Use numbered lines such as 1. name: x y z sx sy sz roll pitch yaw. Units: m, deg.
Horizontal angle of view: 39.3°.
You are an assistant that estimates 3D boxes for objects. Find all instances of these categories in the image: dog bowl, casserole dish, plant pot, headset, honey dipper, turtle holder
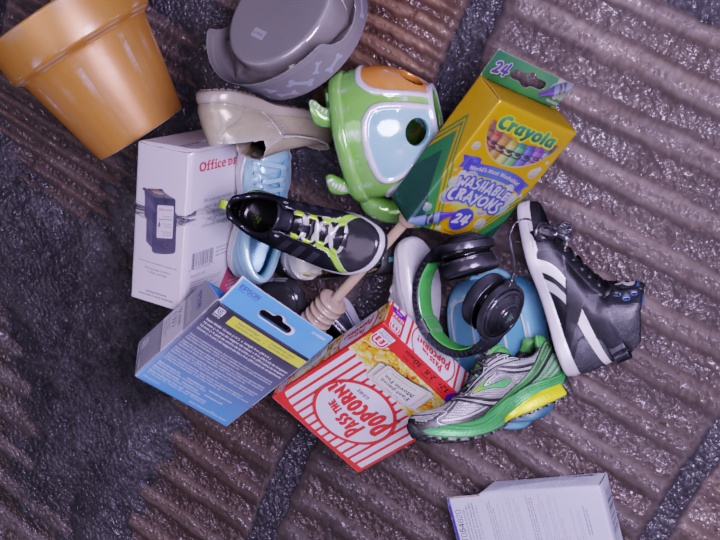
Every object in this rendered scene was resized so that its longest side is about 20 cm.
1. dog bowl: -0.079 -0.282 1.138 0.199 0.059 0.201 -16 59 28
2. casserole dish: 0.161 0.098 1.185 0.121 0.039 0.201 -5 100 26
3. plant pot: -0.324 -0.249 1.257 0.200 0.200 0.184 -23 109 29
4. headset: 0.139 0.010 1.082 0.200 0.094 0.124 -46 63 41
5. honey dipper: 0.000 0.000 1.168 0.038 0.038 0.200 46 120 8
6. turtle holder: 0.029 -0.139 1.130 0.131 0.141 0.186 -10 88 11

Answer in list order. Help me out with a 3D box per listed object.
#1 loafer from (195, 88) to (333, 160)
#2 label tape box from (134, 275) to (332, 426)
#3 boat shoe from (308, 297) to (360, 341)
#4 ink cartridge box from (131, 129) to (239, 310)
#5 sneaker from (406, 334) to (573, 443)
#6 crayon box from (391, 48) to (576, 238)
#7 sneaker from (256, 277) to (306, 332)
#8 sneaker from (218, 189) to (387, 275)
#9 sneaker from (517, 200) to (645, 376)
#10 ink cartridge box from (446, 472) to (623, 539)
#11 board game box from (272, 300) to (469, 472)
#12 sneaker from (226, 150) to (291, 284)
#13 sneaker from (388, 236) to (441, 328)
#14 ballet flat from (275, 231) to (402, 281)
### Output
1. loafer: -0.110 -0.160 1.161 0.075 0.199 0.069 13 94 45
2. label tape box: -0.152 0.085 1.204 0.143 0.066 0.200 35 117 -29
3. boat shoe: -0.007 0.125 1.257 0.072 0.068 0.201 -26 91 29
4. ink cartridge box: -0.206 -0.068 1.259 0.084 0.145 0.201 15 110 23
5. sneaker: 0.133 0.132 1.106 0.078 0.199 0.086 -23 89 66
6. crayon box: 0.140 -0.126 1.082 0.200 0.125 0.052 -54 44 26
7. sneaker: -0.166 0.070 1.276 0.200 0.115 0.075 -22 91 40
8. sneaker: -0.070 -0.043 1.134 0.199 0.083 0.072 15 94 20
9. sneaker: 0.250 0.007 1.107 0.111 0.073 0.201 -18 93 16
10. ink cartridge box: 0.222 0.349 1.219 0.199 0.041 0.201 -11 99 28
11. board game box: 0.016 0.141 1.189 0.151 0.046 0.200 43 126 -15
12. sneaker: -0.111 -0.079 1.231 0.082 0.074 0.201 28 114 55
13. sneaker: 0.050 0.055 1.201 0.088 0.075 0.201 4 116 33
14. ballet flat: -0.041 -0.019 1.235 0.199 0.068 0.068 -5 101 27
